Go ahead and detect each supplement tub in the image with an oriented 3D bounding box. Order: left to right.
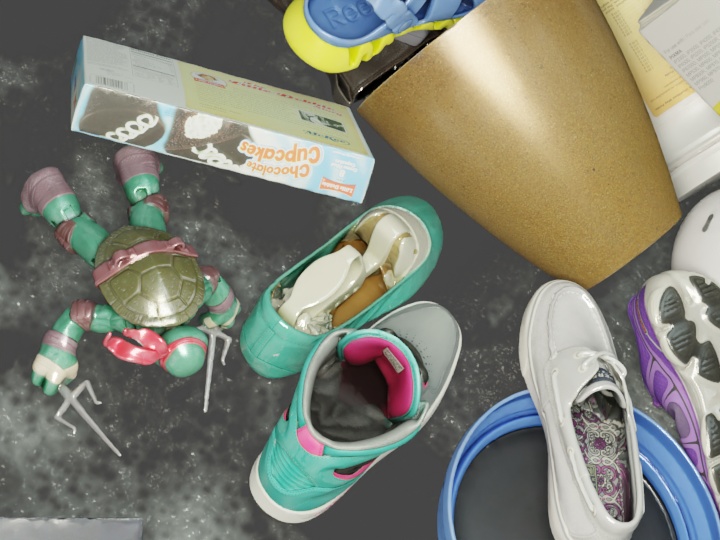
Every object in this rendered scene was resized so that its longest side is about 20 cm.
[{"bbox_3d":[0.233,-0.166,1.377,0.144,0.145,0.200,-27,84,-32],"label":"supplement tub"}]

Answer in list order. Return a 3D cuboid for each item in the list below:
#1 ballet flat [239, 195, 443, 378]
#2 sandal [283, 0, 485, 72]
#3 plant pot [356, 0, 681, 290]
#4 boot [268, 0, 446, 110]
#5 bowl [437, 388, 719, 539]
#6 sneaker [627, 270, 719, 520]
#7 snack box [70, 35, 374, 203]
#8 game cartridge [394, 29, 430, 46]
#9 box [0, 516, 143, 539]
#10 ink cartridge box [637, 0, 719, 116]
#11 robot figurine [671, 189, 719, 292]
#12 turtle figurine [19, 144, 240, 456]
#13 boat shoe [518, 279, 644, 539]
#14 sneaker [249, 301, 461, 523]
[{"bbox_3d":[0.000,0.000,1.239,0.067,0.070,0.200,44,55,8],"label":"ballet flat"},{"bbox_3d":[0.042,-0.205,1.260,0.200,0.087,0.080,-35,82,-29],"label":"sandal"},{"bbox_3d":[0.131,-0.092,1.293,0.186,0.186,0.200,-38,90,-34],"label":"plant pot"},{"bbox_3d":[0.001,-0.225,1.375,0.174,0.069,0.200,42,65,7],"label":"boot"},{"bbox_3d":[0.144,0.175,1.215,0.200,0.039,0.201,10,59,-17],"label":"bowl"},{"bbox_3d":[0.247,0.096,1.286,0.080,0.083,0.201,-19,85,-20],"label":"sneaker"},{"bbox_3d":[-0.096,-0.103,1.244,0.199,0.037,0.116,14,20,-14],"label":"snack box"},{"bbox_3d":[-0.010,-0.258,1.329,0.200,0.040,0.134,36,65,-3],"label":"game cartridge"},{"bbox_3d":[-0.185,0.252,0.938,0.123,0.200,0.197,2,61,-23],"label":"box"},{"bbox_3d":[0.310,-0.154,1.275,0.200,0.083,0.145,44,54,-6],"label":"ink cartridge box"},{"bbox_3d":[0.324,-0.005,1.337,0.199,0.125,0.151,-3,61,-27],"label":"robot figurine"},{"bbox_3d":[-0.138,0.014,1.162,0.149,0.101,0.200,-6,55,-33],"label":"turtle figurine"},{"bbox_3d":[0.149,0.088,1.201,0.072,0.069,0.201,12,58,-16],"label":"boat shoe"},{"bbox_3d":[0.014,0.067,1.175,0.084,0.121,0.200,41,55,4],"label":"sneaker"}]
